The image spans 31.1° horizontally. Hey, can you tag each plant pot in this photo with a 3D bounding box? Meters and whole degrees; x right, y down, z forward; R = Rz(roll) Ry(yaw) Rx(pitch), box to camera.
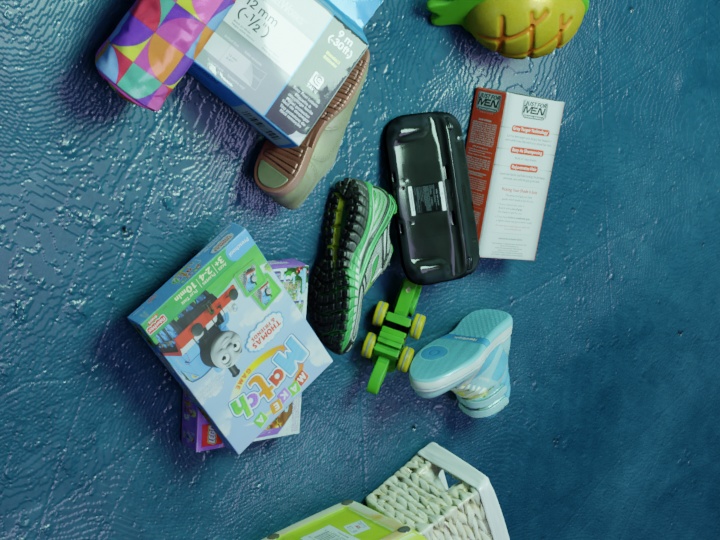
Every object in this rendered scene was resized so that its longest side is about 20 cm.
[{"bbox_3d":[-0.018,0.389,1.507,0.198,0.199,0.183,-18,107,-31],"label":"plant pot"}]

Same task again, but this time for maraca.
[{"bbox_3d":[0.172,-0.304,1.497,0.199,0.137,0.108,3,69,-30],"label":"maraca"}]

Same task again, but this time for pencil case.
[{"bbox_3d":[-0.177,-0.252,1.252,0.088,0.088,0.201,33,93,-38],"label":"pencil case"}]

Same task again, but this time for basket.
[{"bbox_3d":[0.103,0.344,1.621,0.123,0.135,0.201,-29,119,-22],"label":"basket"}]

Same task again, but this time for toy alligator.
[{"bbox_3d":[0.049,0.054,1.553,0.054,0.059,0.201,69,40,-80],"label":"toy alligator"}]

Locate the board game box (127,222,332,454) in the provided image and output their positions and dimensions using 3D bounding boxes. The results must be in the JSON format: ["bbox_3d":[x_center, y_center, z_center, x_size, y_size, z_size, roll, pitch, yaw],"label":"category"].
[{"bbox_3d":[-0.134,0.074,1.378,0.151,0.036,0.201,-44,124,-18],"label":"board game box"}]

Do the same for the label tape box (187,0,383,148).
[{"bbox_3d":[-0.072,-0.250,1.343,0.143,0.066,0.201,38,81,-20],"label":"label tape box"}]

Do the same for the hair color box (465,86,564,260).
[{"bbox_3d":[0.179,-0.117,1.591,0.101,0.061,0.202,3,102,-37],"label":"hair color box"}]

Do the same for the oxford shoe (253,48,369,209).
[{"bbox_3d":[-0.048,-0.160,1.420,0.201,0.070,0.074,-57,153,-10],"label":"oxford shoe"}]

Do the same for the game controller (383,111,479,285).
[{"bbox_3d":[0.084,-0.086,1.523,0.104,0.042,0.202,-10,93,-20],"label":"game controller"}]

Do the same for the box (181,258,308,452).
[{"bbox_3d":[-0.128,0.092,1.435,0.136,0.039,0.202,-5,106,-36],"label":"box"}]

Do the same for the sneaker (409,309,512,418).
[{"bbox_3d":[0.131,0.142,1.593,0.200,0.079,0.132,-31,123,-47],"label":"sneaker"}]

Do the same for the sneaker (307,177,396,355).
[{"bbox_3d":[0.000,0.000,1.480,0.085,0.078,0.202,9,97,-38],"label":"sneaker"}]
